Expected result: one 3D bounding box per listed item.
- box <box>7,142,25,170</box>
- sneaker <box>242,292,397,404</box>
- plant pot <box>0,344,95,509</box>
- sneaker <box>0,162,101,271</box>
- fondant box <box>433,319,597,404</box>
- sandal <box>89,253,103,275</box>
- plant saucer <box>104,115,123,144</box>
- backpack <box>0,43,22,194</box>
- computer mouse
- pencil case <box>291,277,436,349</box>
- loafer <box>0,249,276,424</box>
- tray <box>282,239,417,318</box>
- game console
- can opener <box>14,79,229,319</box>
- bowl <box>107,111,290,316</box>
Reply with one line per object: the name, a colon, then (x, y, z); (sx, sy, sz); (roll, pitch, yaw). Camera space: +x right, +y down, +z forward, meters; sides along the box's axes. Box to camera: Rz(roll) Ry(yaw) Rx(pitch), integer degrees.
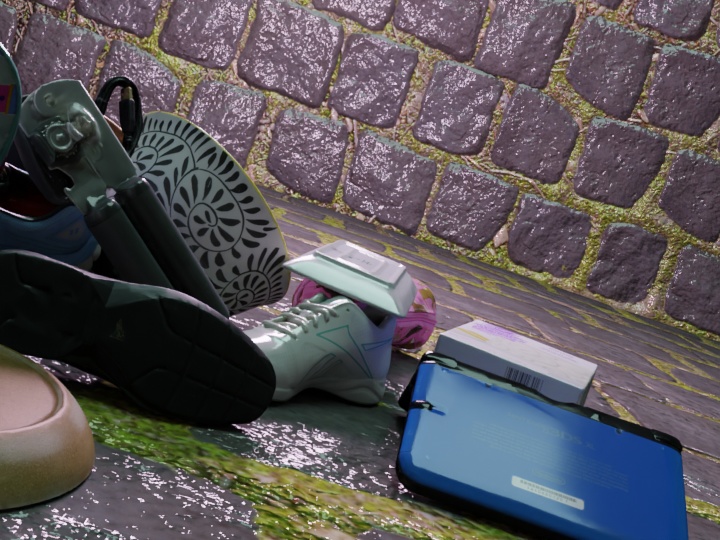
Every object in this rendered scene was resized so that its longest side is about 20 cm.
box: (-0.392, -0.120, 0.999); (0.197, 0.106, 0.181); (20, 6, 22)
sneaker: (-0.045, 0.054, 0.754); (0.070, 0.082, 0.199); (26, 11, 38)
plant pot: (-0.221, 0.056, 0.471); (0.196, 0.028, 0.200); (18, 7, -2)
sneaker: (-0.289, -0.055, 0.720); (0.196, 0.091, 0.080); (5, 52, -12)
fondant box: (0.155, 0.105, 0.985); (0.142, 0.059, 0.200); (21, 6, 16)
sandal: (-0.234, -0.006, 0.806); (0.197, 0.045, 0.076); (26, -33, 21)
plant saucer: (-0.247, -0.065, 0.936); (0.201, 0.035, 0.202); (50, 23, -30)
backpack: (-0.296, -0.078, 0.586); (0.173, 0.204, 0.153); (15, 7, -28)
computer mouse: (-0.168, -0.045, 0.733); (0.058, 0.204, 0.034); (-8, 0, -31)
pencil case: (0.010, 0.042, 0.991); (0.087, 0.083, 0.199); (56, 19, 16)
loafer: (-0.146, 0.039, 0.616); (0.198, 0.074, 0.072); (27, -7, -19)
tray: (0.000, 0.000, 0.861); (0.106, 0.023, 0.200); (22, 7, 4)
game console: (0.118, 0.149, 0.706); (0.196, 0.120, 0.172); (18, 38, 1)
can opener: (-0.166, -0.034, 0.669); (0.053, 0.202, 0.066); (-40, 17, -34)
bowl: (-0.162, -0.025, 0.847); (0.199, 0.203, 0.094); (24, 52, 37)
